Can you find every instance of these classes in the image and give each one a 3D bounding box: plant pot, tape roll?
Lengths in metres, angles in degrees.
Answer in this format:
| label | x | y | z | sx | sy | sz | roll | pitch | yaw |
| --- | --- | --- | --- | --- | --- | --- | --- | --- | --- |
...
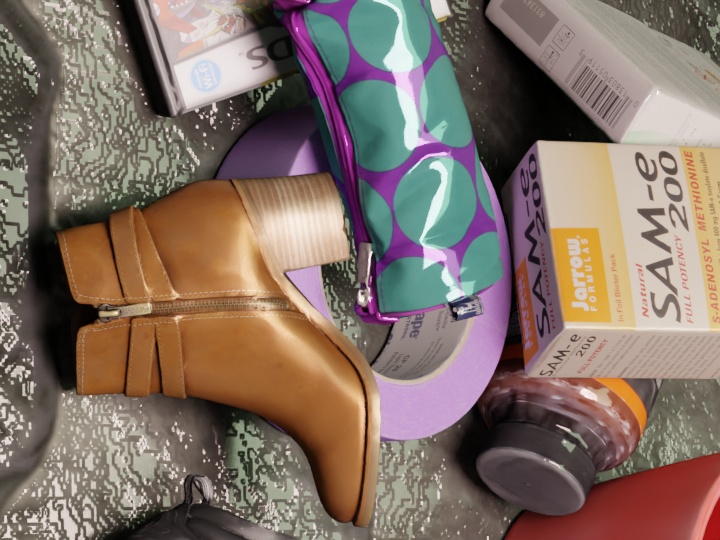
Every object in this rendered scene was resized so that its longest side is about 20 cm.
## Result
| label | x | y | z | sx | sy | sz | roll | pitch | yaw |
| --- | --- | --- | --- | --- | --- | --- | --- | --- | --- |
| plant pot | 0.190 | 0.207 | 1.766 | 0.200 | 0.177 | 0.201 | 9 | 78 | -46 |
| tape roll | 0.000 | 0.000 | 1.670 | 0.200 | 0.066 | 0.200 | 6 | 81 | -46 |

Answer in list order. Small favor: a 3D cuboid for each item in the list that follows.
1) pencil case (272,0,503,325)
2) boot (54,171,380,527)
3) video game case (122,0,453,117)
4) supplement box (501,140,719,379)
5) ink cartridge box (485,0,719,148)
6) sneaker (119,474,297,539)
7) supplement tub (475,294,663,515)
| label | x | y | z | sx | sy | sz | roll | pitch | yaw |
| --- | --- | --- | --- | --- | --- | --- | --- | --- | --- |
| pencil case | 0.015 | -0.070 | 1.585 | 0.092 | 0.085 | 0.200 | -23 | 101 | -35 |
| boot | -0.074 | 0.052 | 1.534 | 0.155 | 0.077 | 0.200 | -12 | 101 | -10 |
| video game case | -0.057 | -0.207 | 1.606 | 0.181 | 0.026 | 0.200 | -21 | 102 | -19 |
| supplement box | 0.194 | -0.005 | 1.723 | 0.200 | 0.074 | 0.126 | 1 | 65 | -18 |
| ink cartridge box | 0.192 | -0.111 | 1.831 | 0.200 | 0.161 | 0.050 | 22 | 110 | -45 |
| sneaker | -0.065 | 0.207 | 1.563 | 0.114 | 0.075 | 0.200 | -45 | 115 | -38 |
| supplement tub | 0.137 | 0.051 | 1.782 | 0.107 | 0.107 | 0.200 | 46 | 55 | -33 |
